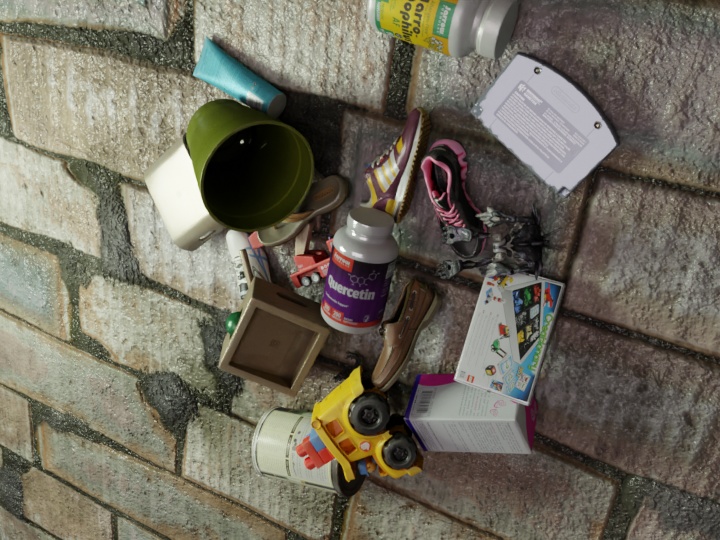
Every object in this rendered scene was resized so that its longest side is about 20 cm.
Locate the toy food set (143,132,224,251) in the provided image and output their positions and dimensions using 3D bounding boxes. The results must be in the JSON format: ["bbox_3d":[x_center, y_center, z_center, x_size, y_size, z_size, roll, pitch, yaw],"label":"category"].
[{"bbox_3d":[-0.345,-0.156,1.326,0.143,0.060,0.201,-29,85,34],"label":"toy food set"}]

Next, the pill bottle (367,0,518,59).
[{"bbox_3d":[0.120,-0.376,0.954,0.199,0.113,0.113,25,118,17],"label":"pill bottle"}]

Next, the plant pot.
[{"bbox_3d":[-0.211,-0.201,1.141,0.193,0.199,0.201,48,130,43],"label":"plant pot"}]

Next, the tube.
[{"bbox_3d":[-0.224,-0.344,1.192,0.200,0.050,0.078,36,112,17],"label":"tube"}]

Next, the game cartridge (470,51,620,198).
[{"bbox_3d":[0.276,-0.221,0.976,0.200,0.040,0.133,45,126,6],"label":"game cartridge"}]

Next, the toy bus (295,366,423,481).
[{"bbox_3d":[-0.009,0.305,1.176,0.192,0.136,0.200,-36,96,2],"label":"toy bus"}]

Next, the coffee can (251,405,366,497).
[{"bbox_3d":[-0.097,0.361,1.327,0.199,0.146,0.147,4,110,27],"label":"coffee can"}]

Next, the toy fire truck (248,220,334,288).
[{"bbox_3d":[-0.103,-0.045,1.236,0.199,0.049,0.142,-22,95,32],"label":"toy fire truck"}]

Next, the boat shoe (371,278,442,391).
[{"bbox_3d":[0.063,0.109,1.143,0.068,0.072,0.201,32,80,-17],"label":"boat shoe"}]

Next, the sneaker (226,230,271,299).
[{"bbox_3d":[-0.218,0.012,1.306,0.072,0.072,0.201,-17,98,33],"label":"sneaker"}]

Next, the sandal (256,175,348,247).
[{"bbox_3d":[-0.114,-0.114,1.185,0.199,0.054,0.081,-28,67,21],"label":"sandal"}]

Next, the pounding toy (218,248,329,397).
[{"bbox_3d":[-0.175,0.096,1.242,0.199,0.142,0.185,24,107,-14],"label":"pounding toy"}]

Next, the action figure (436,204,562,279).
[{"bbox_3d":[0.213,-0.042,1.019,0.102,0.199,0.120,17,110,62],"label":"action figure"}]

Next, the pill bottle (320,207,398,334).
[{"bbox_3d":[0.000,0.000,1.117,0.112,0.112,0.201,22,119,19],"label":"pill bottle"}]

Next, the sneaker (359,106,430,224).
[{"bbox_3d":[0.052,-0.178,1.088,0.090,0.075,0.201,21,116,13],"label":"sneaker"}]

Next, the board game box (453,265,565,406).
[{"bbox_3d":[0.241,0.102,1.062,0.126,0.035,0.201,17,86,22],"label":"board game box"}]

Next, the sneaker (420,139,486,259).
[{"bbox_3d":[0.142,-0.105,1.056,0.079,0.095,0.201,-13,103,29],"label":"sneaker"}]

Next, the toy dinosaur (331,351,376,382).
[{"bbox_3d":[-0.008,0.211,1.273,0.200,0.047,0.088,-51,53,5],"label":"toy dinosaur"}]

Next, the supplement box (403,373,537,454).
[{"bbox_3d":[0.193,0.246,1.139,0.199,0.101,0.104,-8,129,31],"label":"supplement box"}]
